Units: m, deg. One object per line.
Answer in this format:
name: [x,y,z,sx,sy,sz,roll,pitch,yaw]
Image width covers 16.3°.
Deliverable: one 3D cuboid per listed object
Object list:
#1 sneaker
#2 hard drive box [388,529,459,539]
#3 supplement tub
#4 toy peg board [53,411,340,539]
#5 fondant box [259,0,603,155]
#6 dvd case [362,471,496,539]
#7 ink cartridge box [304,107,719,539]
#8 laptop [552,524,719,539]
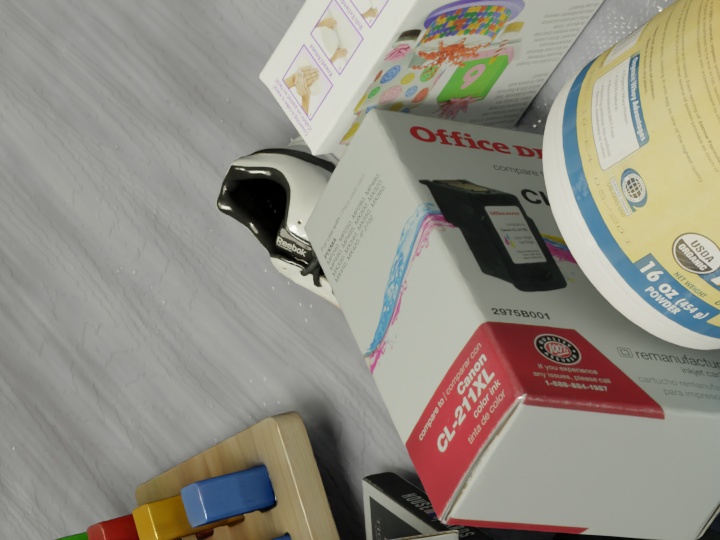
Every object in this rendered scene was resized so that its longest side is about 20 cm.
sneaker: [0.000,0.000,1.333,0.200,0.080,0.074,39,122,33]
hard drive box: [0.017,0.250,1.241,0.156,0.077,0.200,122,138,-62]
supplement tub: [0.190,-0.066,1.075,0.200,0.145,0.145,-35,72,44]
toy peg board: [-0.089,0.205,1.419,0.199,0.098,0.200,-31,75,58]
fondant box: [0.059,-0.147,1.196,0.058,0.144,0.200,54,130,25]
dvd case: [0.046,0.198,1.295,0.200,0.025,0.151,-157,61,-69]
ink cartridge box: [0.078,0.023,1.168,0.083,0.146,0.200,-61,37,33]
laptop: [0.143,0.220,1.220,0.200,0.103,0.177,65,169,-17]
